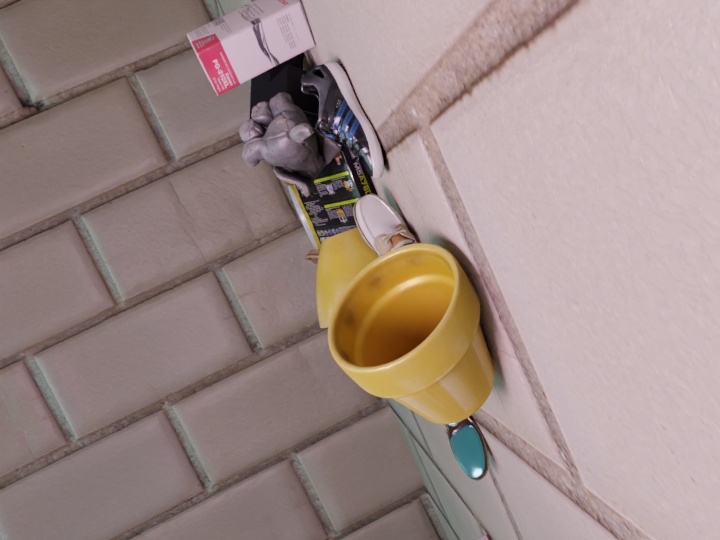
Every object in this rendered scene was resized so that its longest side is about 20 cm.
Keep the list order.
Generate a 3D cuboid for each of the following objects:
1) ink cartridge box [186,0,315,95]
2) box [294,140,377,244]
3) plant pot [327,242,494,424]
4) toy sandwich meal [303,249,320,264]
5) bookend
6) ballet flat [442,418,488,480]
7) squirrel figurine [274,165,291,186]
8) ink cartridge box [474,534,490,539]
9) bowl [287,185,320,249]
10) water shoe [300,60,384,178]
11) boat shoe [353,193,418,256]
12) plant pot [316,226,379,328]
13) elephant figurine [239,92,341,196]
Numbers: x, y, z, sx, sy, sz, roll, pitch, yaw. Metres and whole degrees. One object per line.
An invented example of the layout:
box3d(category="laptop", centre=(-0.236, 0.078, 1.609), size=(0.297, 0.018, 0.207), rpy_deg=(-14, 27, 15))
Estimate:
box3d(category="ink cartridge box", centre=(-0.197, -0.413, 1.140), size=(0.145, 0.198, 0.085), rpy_deg=(56, 172, 52))
box3d(category="box", centre=(-0.048, -0.148, 1.230), size=(0.199, 0.047, 0.196), rpy_deg=(-4, 112, 54))
box3d(category="plant pot", centre=(0.086, 0.101, 0.852), size=(0.189, 0.200, 0.201), rpy_deg=(49, -177, -33))
box3d(category="toy sandwich meal", centre=(-0.034, -0.003, 1.409), size=(0.205, 0.201, 0.072), rpy_deg=(158, 116, -83))
box3d(category="bookend", centre=(-0.137, -0.352, 1.231), size=(0.198, 0.091, 0.204), rpy_deg=(-18, 70, 57))
box3d(category="ballet flat", centre=(0.195, 0.307, 1.237), size=(0.202, 0.070, 0.071), rpy_deg=(62, 173, 25))
box3d(category="squirrel figurine", centre=(-0.192, -0.332, 1.695), size=(0.187, 0.139, 0.203), rpy_deg=(-113, 5, -60))
box3d(category="ink cartridge box", centre=(0.361, 0.851, 1.759), size=(0.147, 0.082, 0.202), rpy_deg=(-121, 10, -47))
box3d(category="bowl", centre=(-0.114, -0.168, 1.766), size=(0.200, 0.106, 0.203), rpy_deg=(90, 154, -76))
box3d(category="water shoe", centre=(-0.030, -0.225, 0.999), size=(0.072, 0.078, 0.203), rpy_deg=(106, 139, -81))
box3d(category="boat shoe", centre=(0.060, -0.041, 1.015), size=(0.201, 0.074, 0.068), rpy_deg=(54, 171, 5))
box3d(category="plant pot", centre=(0.000, 0.000, 1.120), size=(0.200, 0.197, 0.144), rpy_deg=(164, 87, -83))
box3d(category="elephant figurine", centre=(-0.104, -0.201, 1.109), size=(0.200, 0.140, 0.157), rpy_deg=(42, -154, -48))
